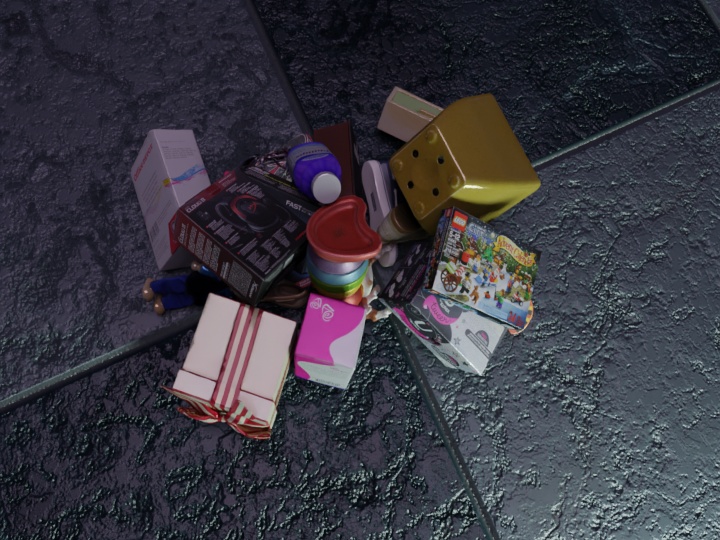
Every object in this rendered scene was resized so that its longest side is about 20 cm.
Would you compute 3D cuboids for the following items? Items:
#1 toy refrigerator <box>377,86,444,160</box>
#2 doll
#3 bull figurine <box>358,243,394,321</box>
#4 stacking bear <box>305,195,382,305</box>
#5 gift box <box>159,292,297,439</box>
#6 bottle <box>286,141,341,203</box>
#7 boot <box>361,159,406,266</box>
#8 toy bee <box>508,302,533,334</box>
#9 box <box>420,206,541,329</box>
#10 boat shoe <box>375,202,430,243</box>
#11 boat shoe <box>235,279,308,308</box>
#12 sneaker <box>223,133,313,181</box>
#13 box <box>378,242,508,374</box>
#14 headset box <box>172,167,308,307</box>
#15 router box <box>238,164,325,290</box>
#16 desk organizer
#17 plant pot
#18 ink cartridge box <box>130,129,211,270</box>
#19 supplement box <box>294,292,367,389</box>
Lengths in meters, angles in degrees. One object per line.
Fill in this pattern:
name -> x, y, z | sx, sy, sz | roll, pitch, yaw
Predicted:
toy refrigerator -> 0.139, -0.285, 1.300 | 0.195, 0.071, 0.077 | 26, 39, 2
doll -> -0.274, 0.036, 1.150 | 0.193, 0.138, 0.050 | -8, 49, 15
bull figurine -> 0.000, 0.000, 1.206 | 0.064, 0.119, 0.208 | 9, 77, -47
stacking bear -> -0.035, -0.003, 1.092 | 0.110, 0.203, 0.124 | -14, 54, -13
gift box -> -0.209, 0.161, 1.085 | 0.179, 0.201, 0.192 | 16, 73, 5
bottle -> -0.074, -0.163, 1.101 | 0.081, 0.201, 0.067 | -13, 115, -8
boot -> 0.065, -0.113, 1.259 | 0.088, 0.072, 0.207 | -6, 85, -28
toy bee -> 0.273, 0.010, 1.196 | 0.107, 0.201, 0.132 | -30, 34, 10
box -> 0.203, -0.001, 1.086 | 0.196, 0.037, 0.141 | 22, 78, -25
boat shoe -> 0.096, -0.088, 1.220 | 0.074, 0.063, 0.199 | 58, 33, 5
boat shoe -> -0.188, 0.021, 1.193 | 0.193, 0.065, 0.074 | 6, 73, -4
sneaker -> -0.168, -0.195, 1.239 | 0.199, 0.076, 0.080 | -40, 47, -16
box -> 0.152, 0.066, 1.148 | 0.200, 0.114, 0.134 | 44, 71, -22
headset box -> -0.195, -0.064, 1.065 | 0.198, 0.076, 0.149 | 38, 47, 7
router box -> -0.141, -0.077, 1.165 | 0.195, 0.062, 0.154 | 24, 115, 16
desk organizer -> -0.042, -0.182, 1.237 | 0.074, 0.072, 0.205 | -11, 52, 10
plant pot -> 0.161, -0.175, 1.149 | 0.198, 0.194, 0.198 | -14, 73, -54
ink cartridge box -> -0.329, -0.125, 1.173 | 0.084, 0.147, 0.205 | -8, 71, -39
supplement box -> -0.053, 0.124, 1.105 | 0.098, 0.201, 0.107 | 15, 72, -1
